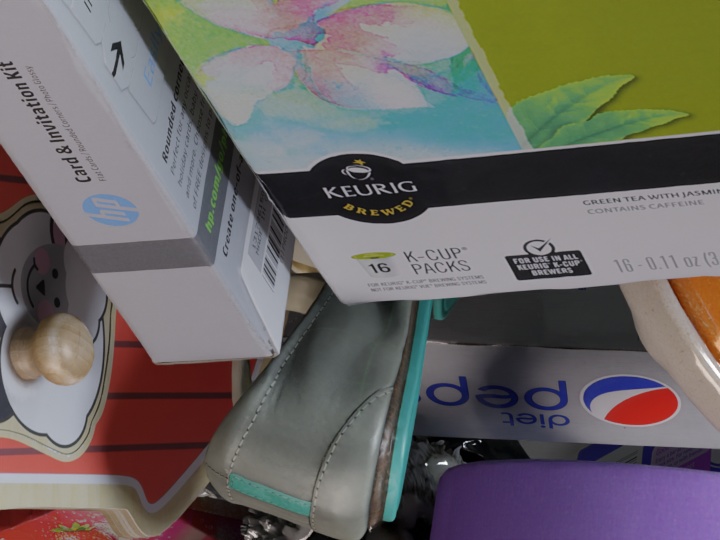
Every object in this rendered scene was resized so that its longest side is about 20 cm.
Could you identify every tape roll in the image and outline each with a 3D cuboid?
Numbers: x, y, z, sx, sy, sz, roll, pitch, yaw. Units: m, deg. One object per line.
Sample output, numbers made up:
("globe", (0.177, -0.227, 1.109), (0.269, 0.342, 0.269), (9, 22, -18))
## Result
("tape roll", (0.118, 0.110, 0.891), (0.199, 0.066, 0.200), (8, 169, 2))

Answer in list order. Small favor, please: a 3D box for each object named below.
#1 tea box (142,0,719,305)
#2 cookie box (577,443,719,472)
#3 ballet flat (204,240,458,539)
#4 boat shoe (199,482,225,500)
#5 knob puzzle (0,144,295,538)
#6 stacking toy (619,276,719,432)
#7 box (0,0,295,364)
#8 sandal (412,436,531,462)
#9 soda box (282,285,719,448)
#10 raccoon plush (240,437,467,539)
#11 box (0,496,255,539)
("tea box", (0.061, -0.101, 0.704), (0.199, 0.134, 0.197), (-6, 145, 21))
("cookie box", (0.206, 0.105, 1.052), (0.200, 0.075, 0.171), (25, 146, -23))
("ballet flat", (0.000, 0.000, 0.835), (0.064, 0.200, 0.068), (12, 127, 8))
("boat shoe", (-0.101, 0.031, 0.958), (0.199, 0.074, 0.068), (11, 144, 38))
("knob puzzle", (-0.062, -0.023, 0.814), (0.030, 0.220, 0.220), (-8, 145, 29))
("stacking toy", (0.175, -0.040, 0.799), (0.200, 0.146, 0.146), (-31, 133, 28))
("box", (-0.061, -0.092, 0.726), (0.041, 0.156, 0.200), (-4, 147, 17))
("sandal", (0.052, 0.085, 1.078), (0.048, 0.075, 0.200), (-30, 146, 10))
("soda box", (0.059, 0.014, 0.950), (0.199, 0.068, 0.064), (2, 146, 10))
("raccoon plush", (-0.044, 0.117, 0.984), (0.200, 0.134, 0.097), (-2, 166, 44))
("box", (-0.114, 0.087, 1.078), (0.100, 0.096, 0.200), (32, 141, -34))
